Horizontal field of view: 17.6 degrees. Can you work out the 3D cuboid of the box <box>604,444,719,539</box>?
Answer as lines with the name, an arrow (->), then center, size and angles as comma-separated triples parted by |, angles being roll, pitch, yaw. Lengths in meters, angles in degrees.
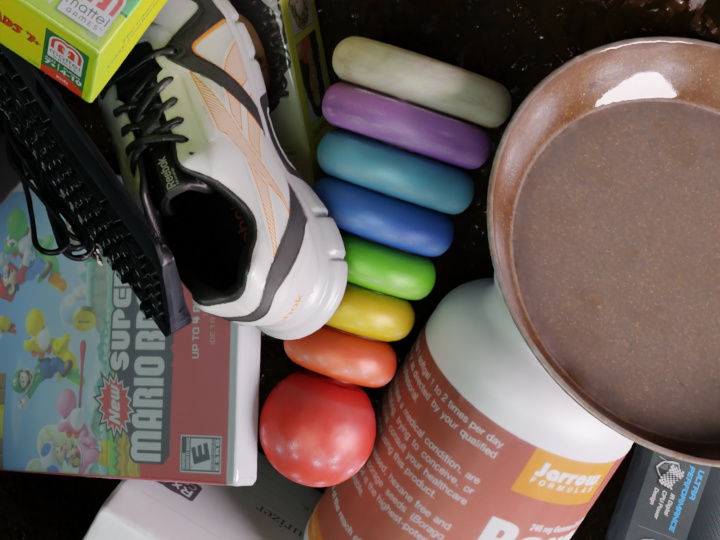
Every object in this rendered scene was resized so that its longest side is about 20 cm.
box -> 0.203, 0.110, 1.094 | 0.158, 0.046, 0.202 | 20, 113, 9

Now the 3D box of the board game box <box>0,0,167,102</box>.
board game box -> -0.101, -0.181, 1.004 | 0.101, 0.201, 0.048 | 32, 155, 3

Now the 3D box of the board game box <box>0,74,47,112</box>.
board game box -> -0.211, -0.175, 1.107 | 0.199, 0.062, 0.200 | 36, 117, 0

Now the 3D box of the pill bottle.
pill bottle -> 0.062, 0.078, 1.089 | 0.112, 0.112, 0.201 | 32, 116, 3

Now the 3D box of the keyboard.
keyboard -> -0.138, -0.044, 1.018 | 0.039, 0.104, 0.200 | -30, 62, -11

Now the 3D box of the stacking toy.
stacking toy -> 0.000, 0.000, 1.061 | 0.085, 0.085, 0.202 | 19, 93, 9

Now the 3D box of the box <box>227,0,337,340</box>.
box -> -0.051, -0.067, 1.104 | 0.075, 0.050, 0.202 | -6, 108, 19

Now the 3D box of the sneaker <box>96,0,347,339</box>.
sneaker -> -0.076, -0.063, 1.016 | 0.074, 0.080, 0.201 | -38, 73, 20

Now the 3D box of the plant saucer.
plant saucer -> 0.144, -0.005, 1.013 | 0.200, 0.201, 0.035 | 37, 151, 1

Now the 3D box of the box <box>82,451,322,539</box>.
box -> -0.067, 0.215, 1.168 | 0.198, 0.131, 0.201 | 32, 115, 3

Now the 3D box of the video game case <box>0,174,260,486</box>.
video game case -> -0.126, 0.026, 1.114 | 0.199, 0.017, 0.144 | -1, 87, 39

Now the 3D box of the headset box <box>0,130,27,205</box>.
headset box -> -0.265, -0.058, 1.102 | 0.199, 0.075, 0.149 | -25, 111, 37
